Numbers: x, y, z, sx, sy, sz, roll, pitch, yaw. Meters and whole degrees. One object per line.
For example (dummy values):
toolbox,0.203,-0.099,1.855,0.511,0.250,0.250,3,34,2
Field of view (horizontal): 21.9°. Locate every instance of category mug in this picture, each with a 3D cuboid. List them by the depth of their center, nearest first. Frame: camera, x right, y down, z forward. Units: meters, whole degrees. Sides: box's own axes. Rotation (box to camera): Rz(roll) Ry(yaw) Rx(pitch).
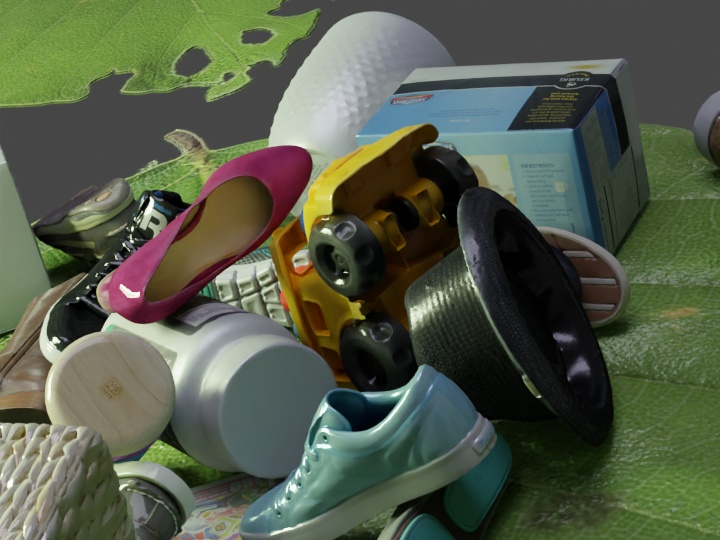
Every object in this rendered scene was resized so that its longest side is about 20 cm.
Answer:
mug,-0.021,-0.113,1.685,0.200,0.148,0.176,-33,18,43

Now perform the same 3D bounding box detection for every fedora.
fedora,0.092,0.044,1.264,0.091,0.201,0.201,-25,23,19

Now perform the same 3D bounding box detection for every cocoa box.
cocoa box,0.120,-0.086,1.540,0.199,0.134,0.131,1,31,29

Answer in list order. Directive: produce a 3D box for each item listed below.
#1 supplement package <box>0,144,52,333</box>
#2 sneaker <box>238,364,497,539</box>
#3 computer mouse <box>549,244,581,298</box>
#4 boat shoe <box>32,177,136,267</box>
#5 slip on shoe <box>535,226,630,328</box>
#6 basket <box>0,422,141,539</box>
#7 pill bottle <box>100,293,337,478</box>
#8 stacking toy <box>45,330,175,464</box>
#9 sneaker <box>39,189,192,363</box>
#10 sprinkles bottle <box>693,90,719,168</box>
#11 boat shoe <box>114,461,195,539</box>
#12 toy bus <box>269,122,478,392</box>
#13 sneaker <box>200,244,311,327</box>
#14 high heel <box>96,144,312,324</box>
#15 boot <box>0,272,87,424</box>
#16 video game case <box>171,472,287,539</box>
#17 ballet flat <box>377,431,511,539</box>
supplement package,-0.390,-0.014,1.652,0.199,0.157,0.111,-20,27,-11
sneaker,-0.011,0.115,1.190,0.199,0.082,0.074,-30,12,27
computer mouse,0.079,-0.006,1.425,0.199,0.059,0.034,15,9,32
boat shoe,-0.246,-0.031,1.705,0.074,0.074,0.200,-35,11,-19
slip on shoe,0.124,0.003,1.452,0.199,0.077,0.060,5,2,33
basket,-0.223,0.214,1.070,0.160,0.199,0.201,-1,38,18
pill bottle,-0.105,0.080,1.343,0.113,0.114,0.200,-28,22,-24
stacking toy,-0.176,0.114,1.298,0.085,0.086,0.200,-24,-16,-17
sneaker,-0.191,-0.005,1.522,0.073,0.112,0.200,28,32,8
sprinkles bottle,0.344,-0.088,1.496,0.068,0.069,0.200,-22,28,-12
boat shoe,-0.198,0.179,1.248,0.201,0.072,0.060,-18,31,38
toy bus,0.000,0.000,1.383,0.135,0.201,0.191,-35,25,-33
sneaker,-0.058,0.005,1.533,0.199,0.078,0.091,-3,25,21
high heel,-0.101,-0.030,1.349,0.199,0.068,0.096,-32,13,-21
boot,-0.298,0.069,1.545,0.185,0.065,0.200,5,34,11
video game case,-0.098,0.202,1.237,0.142,0.018,0.200,-16,27,-2
ballet flat,0.043,0.172,1.188,0.064,0.067,0.200,-31,14,36
